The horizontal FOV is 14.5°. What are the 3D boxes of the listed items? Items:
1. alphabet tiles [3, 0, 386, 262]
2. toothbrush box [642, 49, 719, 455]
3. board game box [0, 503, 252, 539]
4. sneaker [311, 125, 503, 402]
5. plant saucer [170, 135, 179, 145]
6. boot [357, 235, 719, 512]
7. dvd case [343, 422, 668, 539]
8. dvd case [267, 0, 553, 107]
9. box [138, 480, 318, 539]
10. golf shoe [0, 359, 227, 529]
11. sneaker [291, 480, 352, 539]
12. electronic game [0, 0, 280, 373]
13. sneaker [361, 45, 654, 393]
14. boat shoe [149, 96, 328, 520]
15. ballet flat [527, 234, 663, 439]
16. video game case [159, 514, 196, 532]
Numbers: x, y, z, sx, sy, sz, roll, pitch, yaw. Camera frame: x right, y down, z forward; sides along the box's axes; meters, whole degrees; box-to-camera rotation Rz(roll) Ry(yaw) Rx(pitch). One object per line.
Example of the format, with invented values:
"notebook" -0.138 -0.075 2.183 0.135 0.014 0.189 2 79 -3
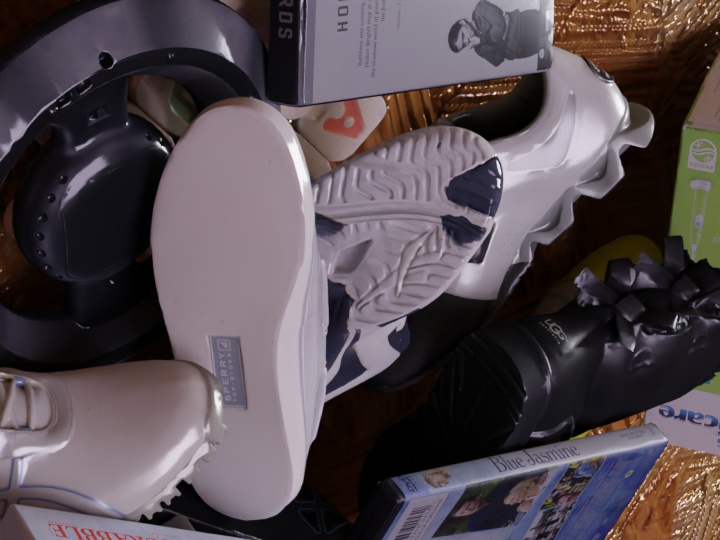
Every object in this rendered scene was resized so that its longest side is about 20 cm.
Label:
"alphabet tiles" -0.069 -0.073 1.269 0.200 0.015 0.196 -50 141 -2
"toothbrush box" 0.219 -0.017 1.545 0.146 0.086 0.200 -56 156 -56
"board game box" -0.108 0.200 1.231 0.200 0.041 0.200 14 117 -40
"sneaker" 0.000 0.000 1.343 0.199 0.079 0.130 -53 177 19
"plant saucer" -0.032 -0.124 1.303 0.200 0.019 0.070 -50 140 -8
"boot" 0.100 0.070 1.459 0.162 0.073 0.198 -19 153 -38
"dvd case" 0.054 0.144 1.413 0.200 0.018 0.143 -8 138 -44
"dvd case" 0.028 -0.157 1.286 0.200 0.025 0.150 -12 108 -52
"box" -0.130 0.174 1.307 0.141 0.079 0.200 24 109 -46
"golf shoe" -0.157 0.073 1.187 0.200 0.078 0.097 -18 141 3
"sneaker" -0.038 0.133 1.417 0.073 0.082 0.200 -55 140 1
"electronic game" -0.115 -0.032 1.214 0.200 0.042 0.200 -29 139 -29
"sneaker" 0.049 -0.031 1.420 0.088 0.074 0.200 39 92 -29
"boat shoe" -0.044 0.011 1.240 0.069 0.072 0.200 -60 147 -60
"ballet flat" 0.098 0.065 1.533 0.067 0.067 0.200 24 98 -47
"video game case" -0.105 0.210 1.286 0.143 0.018 0.200 -32 136 -8
